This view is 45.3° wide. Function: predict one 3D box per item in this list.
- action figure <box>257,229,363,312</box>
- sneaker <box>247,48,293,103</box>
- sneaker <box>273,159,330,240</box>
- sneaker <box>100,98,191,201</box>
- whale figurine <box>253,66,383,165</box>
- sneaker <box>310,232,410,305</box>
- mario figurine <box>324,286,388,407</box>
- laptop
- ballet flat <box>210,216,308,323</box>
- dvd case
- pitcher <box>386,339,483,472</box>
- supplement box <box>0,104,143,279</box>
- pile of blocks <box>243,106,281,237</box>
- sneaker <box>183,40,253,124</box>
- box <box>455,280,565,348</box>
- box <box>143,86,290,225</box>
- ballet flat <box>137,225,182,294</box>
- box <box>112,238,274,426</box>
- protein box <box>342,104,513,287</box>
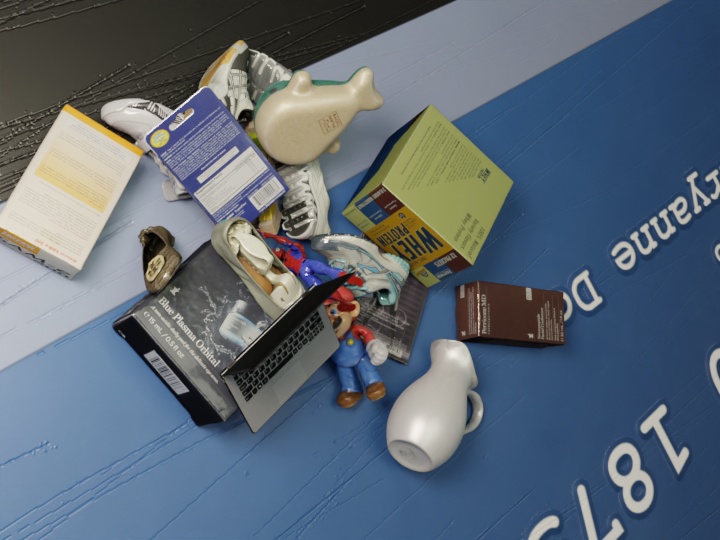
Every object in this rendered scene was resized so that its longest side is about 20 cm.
[{"bbox_3d":[-0.093,-0.003,1.286,0.098,0.199,0.066,15,98,-40],"label":"action figure"},{"bbox_3d":[-0.113,-0.299,1.419,0.199,0.075,0.115,36,27,5],"label":"sneaker"},{"bbox_3d":[-0.090,-0.140,1.395,0.081,0.075,0.202,17,62,-53],"label":"sneaker"},{"bbox_3d":[-0.290,-0.174,1.276,0.198,0.075,0.116,16,69,-29],"label":"sneaker"},{"bbox_3d":[-0.068,-0.248,1.310,0.198,0.104,0.160,-27,136,3],"label":"whale figurine"},{"bbox_3d":[0.000,0.000,1.371,0.199,0.077,0.087,23,76,-37],"label":"sneaker"},{"bbox_3d":[-0.035,0.116,1.337,0.122,0.106,0.202,-24,98,-14],"label":"mario figurine"},{"bbox_3d":[-0.080,0.114,1.154,0.187,0.115,0.201,-43,135,-26],"label":"laptop"},{"bbox_3d":[-0.128,0.008,1.203,0.200,0.064,0.068,48,56,-13],"label":"ballet flat"},{"bbox_3d":[0.042,0.037,1.455,0.148,0.016,0.202,26,68,-21],"label":"dvd case"},{"bbox_3d":[0.133,0.241,1.414,0.172,0.120,0.201,56,47,-25],"label":"pitcher"},{"bbox_3d":[-0.405,-0.107,1.198,0.125,0.073,0.202,32,66,-20],"label":"supplement box"},{"bbox_3d":[-0.172,-0.150,1.342,0.082,0.061,0.202,23,58,-69],"label":"pile of blocks"},{"bbox_3d":[-0.200,-0.265,1.313,0.087,0.075,0.201,37,47,-24],"label":"sneaker"},{"bbox_3d":[0.269,0.081,1.542,0.198,0.075,0.101,6,77,-27],"label":"box"},{"bbox_3d":[-0.206,-0.155,1.240,0.121,0.032,0.200,-39,122,-3],"label":"box"},{"bbox_3d":[-0.282,-0.022,1.190,0.067,0.200,0.046,-46,114,5],"label":"ballet flat"},{"bbox_3d":[-0.210,0.081,1.244,0.197,0.117,0.200,51,59,-11],"label":"box"},{"bbox_3d":[0.115,-0.122,1.449,0.200,0.135,0.199,40,57,-14],"label":"protein box"}]
